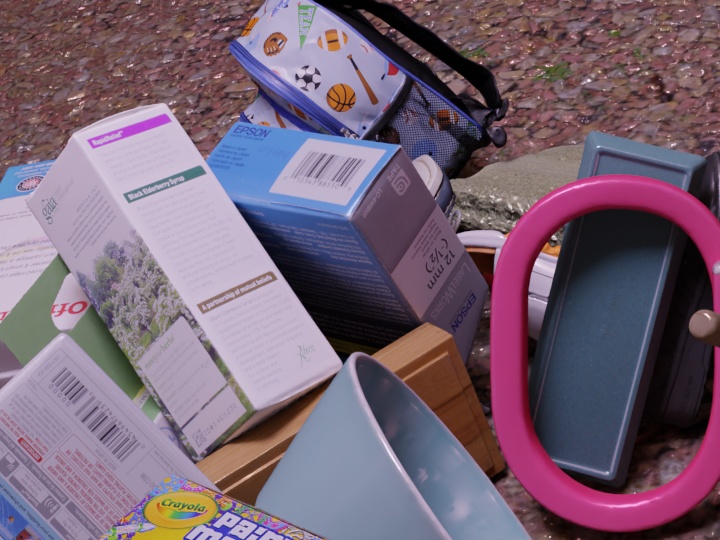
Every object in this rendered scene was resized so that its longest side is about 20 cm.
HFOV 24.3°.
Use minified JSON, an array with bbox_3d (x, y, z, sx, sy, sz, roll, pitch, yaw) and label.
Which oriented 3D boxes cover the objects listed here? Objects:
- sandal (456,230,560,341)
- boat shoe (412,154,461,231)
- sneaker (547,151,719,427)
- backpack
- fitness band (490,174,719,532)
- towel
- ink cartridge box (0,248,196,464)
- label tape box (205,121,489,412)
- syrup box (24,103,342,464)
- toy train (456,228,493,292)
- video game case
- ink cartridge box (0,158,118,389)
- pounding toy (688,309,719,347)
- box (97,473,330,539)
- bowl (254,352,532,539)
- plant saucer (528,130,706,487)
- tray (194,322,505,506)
[{"bbox_3d":[0.143,0.024,1.063,0.206,0.079,0.059,15,81,22],"label":"sandal"},{"bbox_3d":[0.029,-0.025,1.156,0.075,0.062,0.200,-52,8,-21],"label":"boat shoe"},{"bbox_3d":[0.160,0.022,0.995,0.104,0.201,0.060,10,10,4],"label":"sneaker"},{"bbox_3d":[-0.012,-0.136,1.292,0.154,0.190,0.200,-49,22,-2],"label":"backpack"},{"bbox_3d":[0.144,0.047,0.938,0.143,0.201,0.037,1,7,11],"label":"fitness band"},{"bbox_3d":[0.163,-0.052,1.185,0.148,0.037,0.200,-22,27,-36],"label":"towel"},{"bbox_3d":[-0.120,0.066,1.044,0.048,0.200,0.146,-14,29,35],"label":"ink cartridge box"},{"bbox_3d":[0.000,0.000,1.069,0.143,0.200,0.066,11,59,41],"label":"label tape box"},{"bbox_3d":[-0.108,0.006,1.007,0.081,0.200,0.079,-25,-13,-44],"label":"syrup box"},{"bbox_3d":[0.107,-0.002,1.177,0.046,0.034,0.200,-40,36,-26],"label":"toy train"},{"bbox_3d":[-0.157,0.167,0.904,0.182,0.200,0.022,-45,0,-11],"label":"video game case"},{"bbox_3d":[-0.189,0.032,1.175,0.146,0.146,0.200,-8,38,20],"label":"ink cartridge box"},{"bbox_3d":[0.263,0.031,0.891,0.142,0.185,0.200,-9,33,18],"label":"pounding toy"},{"bbox_3d":[-0.080,0.238,0.754,0.122,0.200,0.193,14,46,43],"label":"box"},{"bbox_3d":[0.018,0.153,0.868,0.105,0.201,0.201,-38,30,7],"label":"bowl"},{"bbox_3d":[0.141,0.025,0.963,0.070,0.201,0.019,14,11,9],"label":"plant saucer"},{"bbox_3d":[-0.016,0.125,0.986,0.200,0.099,0.037,-31,24,-16],"label":"tray"}]
